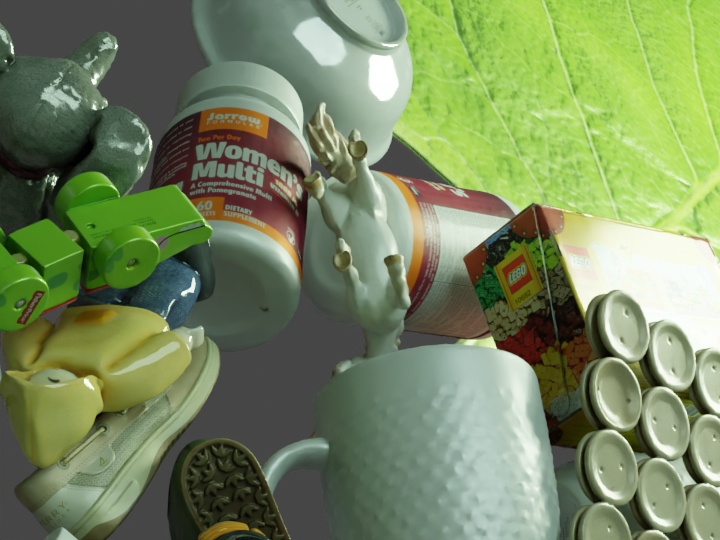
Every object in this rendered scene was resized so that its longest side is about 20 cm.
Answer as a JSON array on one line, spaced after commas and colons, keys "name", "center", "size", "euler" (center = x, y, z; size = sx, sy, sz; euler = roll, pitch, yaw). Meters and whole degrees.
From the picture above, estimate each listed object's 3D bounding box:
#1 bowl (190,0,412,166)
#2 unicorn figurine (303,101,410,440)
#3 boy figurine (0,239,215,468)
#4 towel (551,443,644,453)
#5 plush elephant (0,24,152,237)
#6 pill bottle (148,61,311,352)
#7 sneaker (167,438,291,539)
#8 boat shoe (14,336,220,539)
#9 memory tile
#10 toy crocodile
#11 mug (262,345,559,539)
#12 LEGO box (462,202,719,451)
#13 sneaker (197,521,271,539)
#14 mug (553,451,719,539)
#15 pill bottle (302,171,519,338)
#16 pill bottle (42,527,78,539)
[{"name": "bowl", "center": [-0.028, -0.184, 1.824], "size": [0.201, 0.090, 0.201], "euler": [29, 37, -25]}, {"name": "unicorn figurine", "center": [0.000, 0.000, 1.543], "size": [0.137, 0.074, 0.200], "euler": [77, 16, -67]}, {"name": "boy figurine", "center": [-0.161, 0.042, 1.381], "size": [0.124, 0.064, 0.200], "euler": [10, 33, 19]}, {"name": "towel", "center": [0.152, 0.108, 1.704], "size": [0.200, 0.022, 0.145], "euler": [12, 7, -43]}, {"name": "plush elephant", "center": [-0.206, -0.088, 1.451], "size": [0.165, 0.155, 0.200], "euler": [42, 32, -8]}, {"name": "pill bottle", "center": [-0.089, -0.048, 1.587], "size": [0.110, 0.110, 0.200], "euler": [32, 36, -23]}, {"name": "sneaker", "center": [-0.066, 0.193, 1.392], "size": [0.067, 0.090, 0.200], "euler": [-19, 94, -15]}, {"name": "boat shoe", "center": [-0.146, 0.089, 1.414], "size": [0.065, 0.072, 0.200], "euler": [43, 38, -9]}, {"name": "memory tile", "center": [0.192, 0.124, 1.524], "size": [0.153, 0.017, 0.200], "euler": [28, 58, -37]}, {"name": "toy crocodile", "center": [-0.178, -0.004, 1.346], "size": [0.200, 0.062, 0.068], "euler": [-21, 50, -32]}, {"name": "mug", "center": [0.028, 0.157, 1.477], "size": [0.200, 0.148, 0.175], "euler": [1, 60, -16]}, {"name": "LEGO box", "center": [0.185, 0.045, 1.641], "size": [0.200, 0.077, 0.149], "euler": [10, 52, -44]}, {"name": "sneaker", "center": [-0.021, 0.227, 1.317], "size": [0.200, 0.077, 0.078], "euler": [47, 73, -16]}, {"name": "mug", "center": [0.189, 0.223, 1.608], "size": [0.175, 0.148, 0.200], "euler": [13, 76, -36]}, {"name": "pill bottle", "center": [0.058, -0.007, 1.699], "size": [0.200, 0.110, 0.110], "euler": [8, 49, -45]}, {"name": "pill bottle", "center": [-0.113, 0.233, 1.254], "size": [0.200, 0.111, 0.111], "euler": [43, 33, -8]}]
